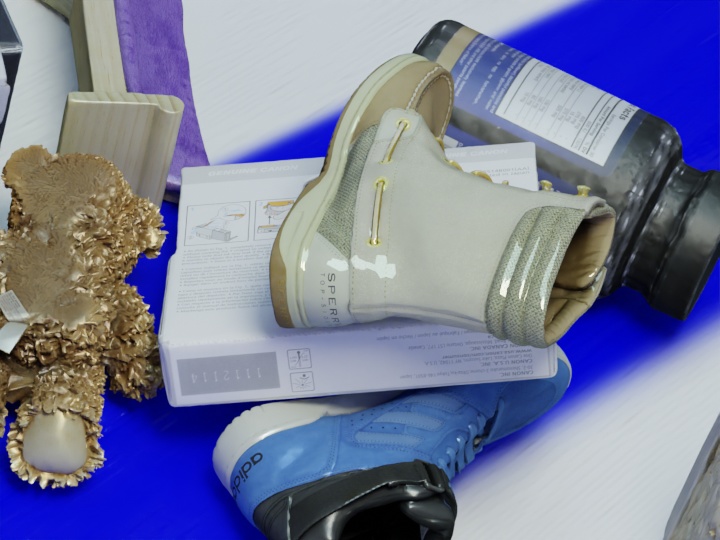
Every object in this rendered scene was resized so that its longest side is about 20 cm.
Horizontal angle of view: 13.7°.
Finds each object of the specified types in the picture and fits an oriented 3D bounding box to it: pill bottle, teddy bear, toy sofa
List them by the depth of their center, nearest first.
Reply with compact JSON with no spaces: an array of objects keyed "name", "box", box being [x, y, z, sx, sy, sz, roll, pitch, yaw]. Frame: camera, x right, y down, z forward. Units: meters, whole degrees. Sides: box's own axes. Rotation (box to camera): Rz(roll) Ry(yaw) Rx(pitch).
[{"name":"teddy bear","box":[-0.167,0.030,1.553,0.145,0.067,0.200,-3,52,-8]},{"name":"pill bottle","box":[0.111,-0.052,1.687,0.200,0.112,0.112,27,43,9]},{"name":"toy sofa","box":[-0.133,-0.128,1.705,0.098,0.083,0.200,3,44,-14]}]

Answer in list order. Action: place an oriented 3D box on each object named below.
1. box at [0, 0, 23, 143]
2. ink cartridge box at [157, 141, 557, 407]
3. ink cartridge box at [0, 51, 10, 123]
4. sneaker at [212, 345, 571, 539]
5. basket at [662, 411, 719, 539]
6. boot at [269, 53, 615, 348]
[{"name":"box","box":[-0.311,-0.136,1.622,0.198,0.123,0.200,-7,50,-24]},{"name":"ink cartridge box","box":[0.000,0.000,1.574,0.200,0.045,0.176,-4,31,3]},{"name":"ink cartridge box","box":[-0.292,-0.158,1.530,0.198,0.043,0.200,-1,51,-20]},{"name":"sneaker","box":[0.036,0.102,1.524,0.200,0.077,0.111,-14,45,-24]},{"name":"basket","box":[0.221,0.142,1.463,0.136,0.200,0.123,22,47,3]},{"name":"boot","box":[0.056,-0.035,1.512,0.155,0.072,0.200,6,39,20]}]
